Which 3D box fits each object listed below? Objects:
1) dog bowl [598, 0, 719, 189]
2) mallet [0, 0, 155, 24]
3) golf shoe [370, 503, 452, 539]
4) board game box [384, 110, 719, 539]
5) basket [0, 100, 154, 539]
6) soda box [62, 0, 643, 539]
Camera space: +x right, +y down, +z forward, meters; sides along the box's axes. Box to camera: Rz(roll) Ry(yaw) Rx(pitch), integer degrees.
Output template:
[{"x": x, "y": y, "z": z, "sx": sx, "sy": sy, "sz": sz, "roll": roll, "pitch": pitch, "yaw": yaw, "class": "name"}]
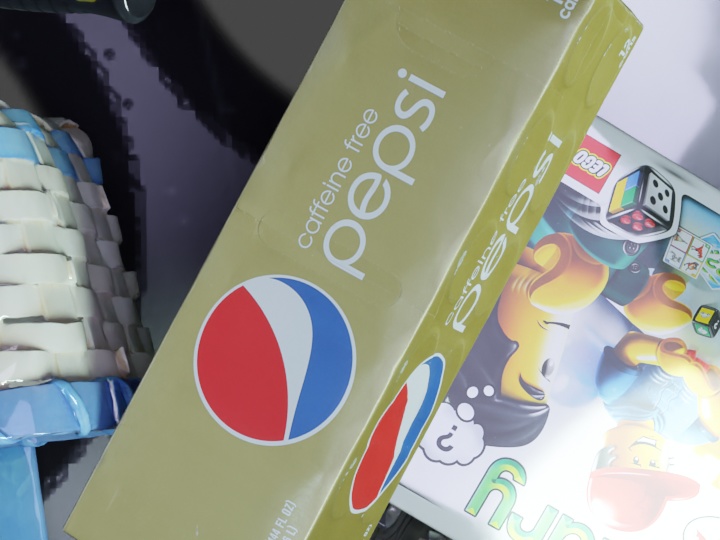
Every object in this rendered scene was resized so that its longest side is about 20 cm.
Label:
[{"x": 0.113, "y": -0.056, "z": 0.935, "sx": 0.199, "sy": 0.079, "sz": 0.201, "roll": -1, "pitch": 95, "yaw": -8, "class": "dog bowl"}, {"x": -0.126, "y": -0.076, "z": 0.855, "sx": 0.041, "sy": 0.199, "sz": 0.066, "roll": -6, "pitch": 108, "yaw": -42, "class": "mallet"}, {"x": 0.033, "y": 0.136, "z": 0.949, "sx": 0.097, "sy": 0.078, "sz": 0.201, "roll": 22, "pitch": 101, "yaw": -15, "class": "golf shoe"}, {"x": 0.113, "y": 0.055, "z": 0.887, "sx": 0.199, "sy": 0.035, "sz": 0.127, "roll": 30, "pitch": 92, "yaw": -11, "class": "board game box"}, {"x": -0.124, "y": 0.053, "z": 0.870, "sx": 0.138, "sy": 0.176, "sz": 0.201, "roll": -12, "pitch": 83, "yaw": 8, "class": "basket"}, {"x": 0.000, "y": 0.000, "z": 0.826, "sx": 0.064, "sy": 0.068, "sz": 0.201, "roll": 28, "pitch": 91, "yaw": 16, "class": "soda box"}]
